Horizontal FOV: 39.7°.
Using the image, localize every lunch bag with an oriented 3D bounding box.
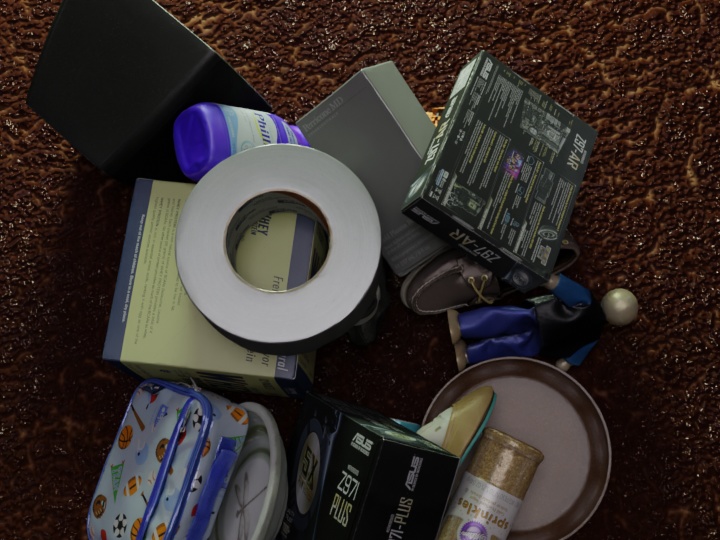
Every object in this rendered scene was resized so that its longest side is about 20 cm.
[{"bbox_3d":[-0.196,0.207,1.018,0.160,0.075,0.201,10,80,50],"label":"lunch bag"}]

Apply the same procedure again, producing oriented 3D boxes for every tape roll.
[{"bbox_3d":[-0.078,-0.020,0.980,0.199,0.066,0.201,0,75,2],"label":"tape roll"}]

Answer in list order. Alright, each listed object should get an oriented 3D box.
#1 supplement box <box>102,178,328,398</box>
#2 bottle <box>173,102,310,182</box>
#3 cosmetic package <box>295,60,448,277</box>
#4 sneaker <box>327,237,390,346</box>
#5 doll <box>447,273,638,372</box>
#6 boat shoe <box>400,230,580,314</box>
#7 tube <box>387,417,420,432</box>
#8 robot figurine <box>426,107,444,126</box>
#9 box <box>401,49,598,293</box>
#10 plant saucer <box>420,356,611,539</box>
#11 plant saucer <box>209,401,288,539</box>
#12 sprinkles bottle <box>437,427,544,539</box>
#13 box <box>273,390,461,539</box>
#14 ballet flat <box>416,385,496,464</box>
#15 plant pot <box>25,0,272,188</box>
[{"bbox_3d":[-0.146,0.023,1.077,0.199,0.134,0.201,5,75,5],"label":"supplement box"},{"bbox_3d":[-0.110,-0.131,1.093,0.065,0.200,0.084,-21,76,37],"label":"bottle"},{"bbox_3d":[0.035,-0.110,1.061,0.107,0.090,0.200,-36,92,30],"label":"cosmetic package"},{"bbox_3d":[0.000,0.000,1.110,0.066,0.091,0.201,-4,48,9],"label":"sneaker"},{"bbox_3d":[0.196,0.054,1.062,0.199,0.137,0.049,-10,34,7],"label":"doll"},{"bbox_3d":[0.142,0.001,1.090,0.199,0.072,0.060,-22,39,-6],"label":"boat shoe"},{"bbox_3d":[0.022,0.257,1.048,0.077,0.050,0.201,8,79,14],"label":"tube"},{"bbox_3d":[0.133,-0.127,1.124,0.199,0.058,0.145,8,60,15],"label":"robot figurine"},{"bbox_3d":[0.147,-0.103,1.018,0.160,0.044,0.200,31,61,-15],"label":"box"},{"bbox_3d":[0.161,0.193,1.052,0.199,0.034,0.201,-1,78,6],"label":"plant saucer"},{"bbox_3d":[-0.121,0.235,1.010,0.050,0.200,0.201,22,73,-28],"label":"plant saucer"},{"bbox_3d":[0.113,0.259,0.994,0.068,0.068,0.201,25,83,10],"label":"sprinkles bottle"},{"bbox_3d":[-0.007,0.222,0.956,0.086,0.200,0.164,19,89,-24],"label":"box"},{"bbox_3d":[0.071,0.197,1.007,0.063,0.069,0.200,27,82,1],"label":"ballet flat"},{"bbox_3d":[-0.251,-0.201,1.127,0.200,0.200,0.178,41,92,13],"label":"plant pot"}]
